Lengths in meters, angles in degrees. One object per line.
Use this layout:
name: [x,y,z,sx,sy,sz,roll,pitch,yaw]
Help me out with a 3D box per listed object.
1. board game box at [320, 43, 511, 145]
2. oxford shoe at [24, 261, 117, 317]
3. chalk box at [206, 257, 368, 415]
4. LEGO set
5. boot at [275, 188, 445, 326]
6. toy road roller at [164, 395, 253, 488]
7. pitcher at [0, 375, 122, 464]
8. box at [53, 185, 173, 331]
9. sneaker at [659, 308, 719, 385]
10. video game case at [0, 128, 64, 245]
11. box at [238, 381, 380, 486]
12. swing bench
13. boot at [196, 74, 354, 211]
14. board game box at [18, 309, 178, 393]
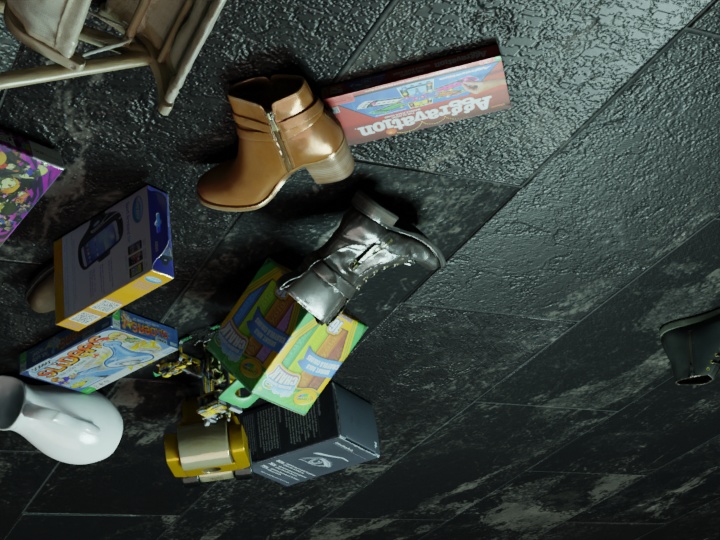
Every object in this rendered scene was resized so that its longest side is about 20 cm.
board game box: [0.064,-0.193,1.391,0.200,0.019,0.103,-13,153,8]
oxford shoe: [-0.356,0.024,1.613,0.200,0.085,0.073,-20,152,24]
chalk box: [-0.113,0.109,1.700,0.125,0.124,0.200,28,98,-49]
LEGO set: [-0.205,0.159,1.870,0.200,0.116,0.154,-19,151,18]
boot: [0.000,0.000,1.600,0.200,0.069,0.174,33,97,-40]
toy road roller: [-0.247,0.262,2.014,0.123,0.146,0.200,-8,158,-2]
pitcher: [-0.457,0.232,1.912,0.200,0.121,0.171,27,168,-41]
box: [-0.295,-0.018,1.512,0.200,0.119,0.041,-25,149,29]
sneaker: [0.603,0.122,2.045,0.200,0.106,0.075,-19,151,20]
video game case: [-0.458,-0.084,1.368,0.181,0.036,0.200,22,121,-44]
box: [-0.089,0.288,2.163,0.200,0.104,0.148,-20,150,20]
swing bench: [-0.232,-0.250,1.088,0.200,0.130,0.199,1,151,-30]
boot: [-0.118,-0.147,1.386,0.200,0.074,0.155,-15,144,14]
board game box: [-0.387,0.120,1.835,0.200,0.035,0.135,-26,148,30]
